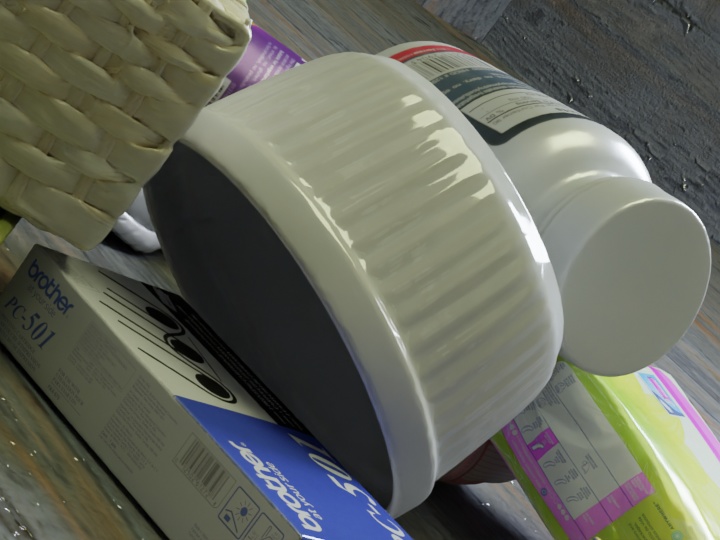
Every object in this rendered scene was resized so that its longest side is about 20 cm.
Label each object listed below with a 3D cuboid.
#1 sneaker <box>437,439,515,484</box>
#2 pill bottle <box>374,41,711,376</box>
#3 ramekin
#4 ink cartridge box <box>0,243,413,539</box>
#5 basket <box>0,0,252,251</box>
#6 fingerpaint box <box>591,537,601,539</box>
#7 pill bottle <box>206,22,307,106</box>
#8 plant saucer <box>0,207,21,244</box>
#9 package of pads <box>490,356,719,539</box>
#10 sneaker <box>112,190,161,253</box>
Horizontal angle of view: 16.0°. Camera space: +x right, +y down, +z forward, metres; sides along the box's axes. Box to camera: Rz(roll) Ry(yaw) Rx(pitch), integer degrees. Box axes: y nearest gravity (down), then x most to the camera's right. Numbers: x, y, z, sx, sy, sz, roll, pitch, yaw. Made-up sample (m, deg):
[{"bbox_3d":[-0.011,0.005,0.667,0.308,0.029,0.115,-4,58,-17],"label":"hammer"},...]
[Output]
[{"bbox_3d":[0.025,0.040,1.371,0.105,0.075,0.200,16,30,-52],"label":"sneaker"},{"bbox_3d":[0.073,-0.027,1.246,0.120,0.120,0.200,28,5,-40],"label":"pill bottle"},{"bbox_3d":[0.000,0.000,1.120,0.200,0.105,0.200,50,-20,26],"label":"ramekin"},{"bbox_3d":[-0.061,0.070,1.031,0.094,0.044,0.200,22,18,-50],"label":"ink cartridge box"},{"bbox_3d":[-0.156,-0.116,1.045,0.200,0.136,0.123,33,14,-21],"label":"basket"},{"bbox_3d":[0.139,0.204,1.006,0.167,0.073,0.200,36,9,-4],"label":"fingerpaint box"},{"bbox_3d":[-0.050,-0.070,1.528,0.200,0.111,0.111,35,10,-7],"label":"pill bottle"},{"bbox_3d":[-0.233,-0.049,0.985,0.200,0.048,0.200,35,10,-6],"label":"plant saucer"},{"bbox_3d":[0.156,0.133,1.284,0.200,0.068,0.154,57,18,21],"label":"package of pads"},{"bbox_3d":[-0.099,-0.056,1.378,0.075,0.082,0.200,41,11,28],"label":"sneaker"}]
